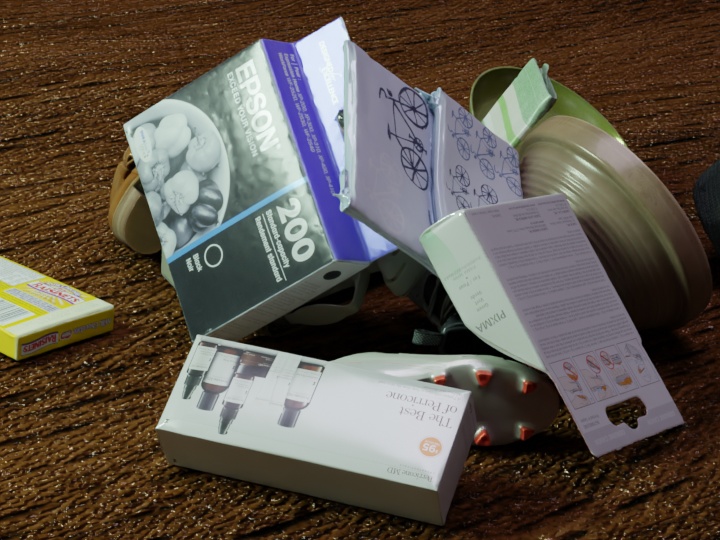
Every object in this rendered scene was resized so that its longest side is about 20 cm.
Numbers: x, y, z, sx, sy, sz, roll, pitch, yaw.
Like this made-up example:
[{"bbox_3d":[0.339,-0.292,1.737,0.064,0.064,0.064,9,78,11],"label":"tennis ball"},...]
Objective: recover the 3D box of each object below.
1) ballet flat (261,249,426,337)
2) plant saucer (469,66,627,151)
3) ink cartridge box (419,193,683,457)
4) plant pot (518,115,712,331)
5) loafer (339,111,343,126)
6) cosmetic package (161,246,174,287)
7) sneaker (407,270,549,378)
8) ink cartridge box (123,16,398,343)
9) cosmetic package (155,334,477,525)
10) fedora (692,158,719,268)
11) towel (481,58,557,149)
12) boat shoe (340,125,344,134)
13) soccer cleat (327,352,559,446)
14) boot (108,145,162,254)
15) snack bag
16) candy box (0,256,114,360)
[{"bbox_3d":[0.000,0.000,1.611,0.200,0.068,0.072,-24,43,12],"label":"ballet flat"},{"bbox_3d":[0.181,-0.111,1.956,0.200,0.031,0.200,23,40,-21],"label":"plant saucer"},{"bbox_3d":[0.142,0.043,1.495,0.050,0.200,0.161,-32,-11,31],"label":"ink cartridge box"},{"bbox_3d":[0.181,-0.017,1.654,0.093,0.201,0.201,-40,38,-17],"label":"plant pot"},{"bbox_3d":[0.022,-0.139,1.989,0.200,0.071,0.068,0,-3,26],"label":"loafer"},{"bbox_3d":[-0.062,-0.040,1.729,0.200,0.104,0.073,-7,25,-24],"label":"cosmetic package"},{"bbox_3d":[0.076,0.035,1.596,0.200,0.078,0.140,20,25,37],"label":"sneaker"},{"bbox_3d":[-0.072,-0.070,1.571,0.200,0.198,0.043,-29,-22,24],"label":"ink cartridge box"},{"bbox_3d":[-0.029,0.105,1.380,0.200,0.051,0.083,10,57,16],"label":"cosmetic package"},{"bbox_3d":[0.354,-0.057,1.836,0.091,0.201,0.201,-21,11,23],"label":"fedora"},{"bbox_3d":[0.102,-0.087,1.776,0.023,0.200,0.153,35,16,-10],"label":"towel"},{"bbox_3d":[-0.030,-0.093,1.655,0.200,0.071,0.069,20,40,6],"label":"boat shoe"},{"bbox_3d":[0.042,0.086,1.474,0.200,0.069,0.078,0,18,-5],"label":"soccer cleat"},{"bbox_3d":[-0.153,-0.108,1.792,0.077,0.200,0.155,28,6,-18],"label":"boot"},{"bbox_3d":[0.057,-0.070,1.542,0.200,0.021,0.189,34,38,-32],"label":"snack bag"},{"bbox_3d":[-0.300,0.019,1.630,0.200,0.026,0.102,21,24,36],"label":"candy box"}]
